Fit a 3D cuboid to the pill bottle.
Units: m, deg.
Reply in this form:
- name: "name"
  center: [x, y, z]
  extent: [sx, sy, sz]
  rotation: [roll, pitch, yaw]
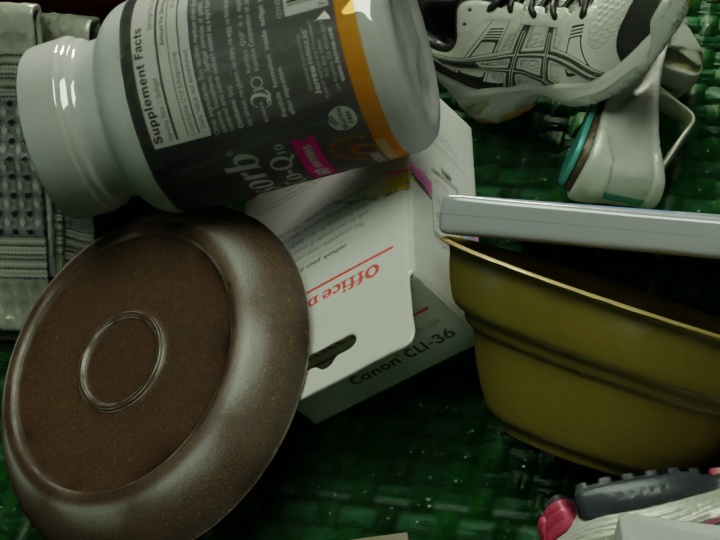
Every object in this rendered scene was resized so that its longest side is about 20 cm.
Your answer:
- name: "pill bottle"
  center: [-0.067, -0.095, 1.079]
  extent: [0.200, 0.116, 0.117]
  rotation: [-14, 45, 13]

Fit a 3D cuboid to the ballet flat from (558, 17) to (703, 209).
- name: "ballet flat"
  center: [0.165, -0.106, 1.212]
  extent: [0.069, 0.070, 0.200]
  rotation: [5, 47, 17]

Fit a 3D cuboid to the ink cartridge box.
- name: "ink cartridge box"
  center: [0.000, 0.000, 1.112]
  extent: [0.116, 0.067, 0.200]
  rotation: [-28, 40, 27]

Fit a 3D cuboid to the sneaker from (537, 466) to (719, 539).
- name: "sneaker"
  center: [0.187, 0.129, 0.977]
  extent: [0.200, 0.081, 0.075]
  rotation: [-14, 63, 8]

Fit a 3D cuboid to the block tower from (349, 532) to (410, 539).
- name: "block tower"
  center: [0.007, 0.217, 0.943]
  extent: [0.054, 0.058, 0.200]
  rotation: [-8, 48, 5]

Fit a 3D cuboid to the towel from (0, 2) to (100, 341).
- name: "towel"
  center: [-0.238, -0.055, 1.181]
  extent: [0.200, 0.193, 0.035]
  rotation: [3, 8, 15]

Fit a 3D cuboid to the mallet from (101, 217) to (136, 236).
- name: "mallet"
  center: [-0.118, 0.048, 1.147]
  extent: [0.066, 0.041, 0.200]
  rotation: [-3, 51, 8]

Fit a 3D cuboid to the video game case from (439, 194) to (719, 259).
- name: "video game case"
  center: [0.159, -0.020, 1.069]
  extent: [0.200, 0.182, 0.022]
  rotation: [6, 92, 17]

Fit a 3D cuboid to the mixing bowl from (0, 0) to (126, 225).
- name: "mixing bowl"
  center: [-0.191, -0.113, 1.233]
  extent: [0.200, 0.201, 0.108]
  rotation: [3, 7, 16]

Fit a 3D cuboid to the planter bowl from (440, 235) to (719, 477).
- name: "planter bowl"
  center: [0.122, 0.052, 1.022]
  extent: [0.200, 0.200, 0.084]
  rotation: [20, 94, 28]

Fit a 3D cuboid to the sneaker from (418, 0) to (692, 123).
- name: "sneaker"
  center: [0.098, -0.140, 1.174]
  extent: [0.200, 0.088, 0.076]
  rotation: [-17, 38, 52]

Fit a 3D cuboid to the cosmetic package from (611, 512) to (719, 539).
- name: "cosmetic package"
  center: [0.207, 0.161, 0.903]
  extent: [0.200, 0.051, 0.083]
  rotation: [8, 33, -5]

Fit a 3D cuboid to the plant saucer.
- name: "plant saucer"
  center: [-0.116, 0.051, 1.083]
  extent: [0.200, 0.032, 0.201]
  rotation: [-17, 57, 29]
